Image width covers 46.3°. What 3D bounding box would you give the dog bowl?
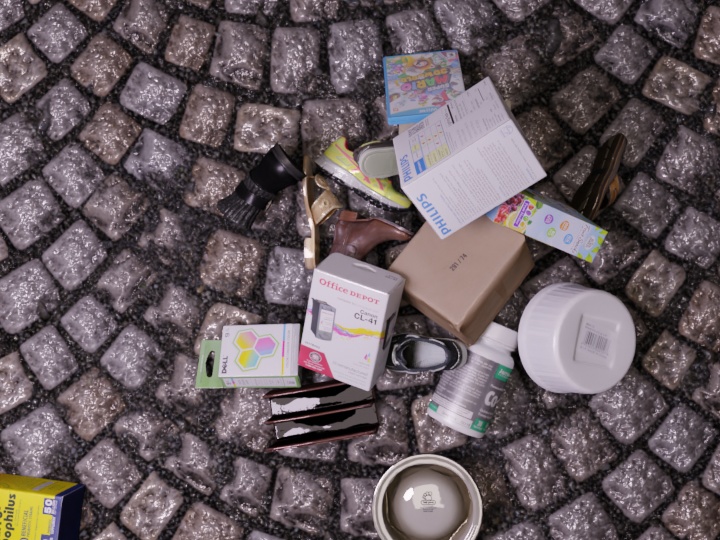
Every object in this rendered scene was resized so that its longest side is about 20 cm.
[{"bbox_3d":[0.121,0.429,1.535,0.199,0.074,0.201,0,87,4],"label":"dog bowl"}]

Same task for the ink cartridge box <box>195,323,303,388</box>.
[{"bbox_3d":[-0.207,0.159,1.555,0.199,0.059,0.104,-1,59,4],"label":"ink cartridge box"}]

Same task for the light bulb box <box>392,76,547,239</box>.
[{"bbox_3d":[0.173,-0.188,1.394,0.200,0.199,0.125,-32,118,16],"label":"light bulb box"}]

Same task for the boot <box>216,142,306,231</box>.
[{"bbox_3d":[-0.181,-0.144,1.520,0.079,0.211,0.158,45,86,-11],"label":"boot"}]

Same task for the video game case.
[{"bbox_3d":[0.116,-0.337,1.536,0.142,0.018,0.201,-5,46,3],"label":"video game case"}]

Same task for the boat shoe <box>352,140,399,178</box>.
[{"bbox_3d":[0.085,-0.205,1.532,0.200,0.061,0.072,-1,116,-22],"label":"boat shoe"}]

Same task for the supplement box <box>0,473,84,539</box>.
[{"bbox_3d":[-0.632,0.448,1.562,0.199,0.110,0.109,6,88,4],"label":"supplement box"}]

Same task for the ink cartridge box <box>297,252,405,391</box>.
[{"bbox_3d":[-0.019,0.090,1.479,0.147,0.086,0.201,19,118,16],"label":"ink cartridge box"}]

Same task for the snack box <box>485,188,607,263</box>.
[{"bbox_3d":[0.304,-0.099,1.471,0.199,0.169,0.068,22,104,-17],"label":"snack box"}]

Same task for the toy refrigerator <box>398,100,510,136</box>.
[{"bbox_3d":[0.173,-0.267,1.538,0.199,0.076,0.070,0,78,9],"label":"toy refrigerator"}]

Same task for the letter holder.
[{"bbox_3d":[-0.073,0.257,1.520,0.199,0.142,0.101,-10,87,3],"label":"letter holder"}]

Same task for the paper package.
[{"bbox_3d":[0.175,-0.003,1.490,0.190,0.104,0.200,34,81,33],"label":"paper package"}]

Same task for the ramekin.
[{"bbox_3d":[0.386,0.122,1.483,0.200,0.098,0.201,0,91,-22],"label":"ramekin"}]

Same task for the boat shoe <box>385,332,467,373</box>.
[{"bbox_3d":[0.093,0.147,1.510,0.199,0.060,0.076,-10,82,39],"label":"boat shoe"}]

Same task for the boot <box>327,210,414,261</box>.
[{"bbox_3d":[0.000,0.000,1.537,0.186,0.064,0.201,14,84,47],"label":"boot"}]

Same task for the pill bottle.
[{"bbox_3d":[0.208,0.189,1.521,0.113,0.113,0.201,23,90,4],"label":"pill bottle"}]

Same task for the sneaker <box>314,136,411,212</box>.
[{"bbox_3d":[0.017,-0.181,1.570,0.200,0.078,0.090,33,85,4],"label":"sneaker"}]

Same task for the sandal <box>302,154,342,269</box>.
[{"bbox_3d":[-0.067,-0.108,1.571,0.069,0.078,0.213,0,95,8],"label":"sandal"}]

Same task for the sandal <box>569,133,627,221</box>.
[{"bbox_3d":[0.446,-0.155,1.552,0.054,0.082,0.201,29,82,-17],"label":"sandal"}]
